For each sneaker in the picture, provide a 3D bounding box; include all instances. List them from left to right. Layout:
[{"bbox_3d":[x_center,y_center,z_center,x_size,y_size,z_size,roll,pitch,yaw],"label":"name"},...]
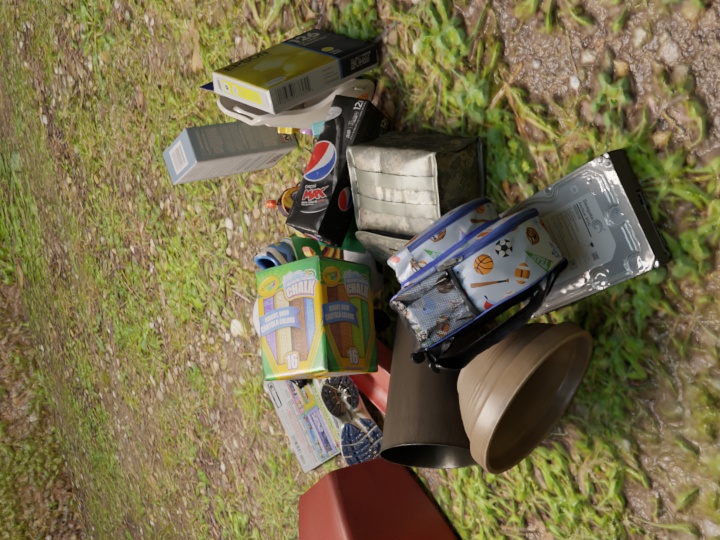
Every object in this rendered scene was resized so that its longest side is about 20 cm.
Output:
[{"bbox_3d":[-0.121,0.042,1.372,0.074,0.082,0.201,-41,73,47],"label":"sneaker"},{"bbox_3d":[-0.016,0.246,1.332,0.085,0.076,0.202,-123,15,-69],"label":"sneaker"}]

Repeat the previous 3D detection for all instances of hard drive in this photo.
[{"bbox_3d":[0.252,-0.037,0.927,0.200,0.038,0.141,-30,79,50],"label":"hard drive"}]

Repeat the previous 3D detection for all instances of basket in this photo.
[{"bbox_3d":[0.099,0.151,1.052,0.181,0.135,0.202,103,173,-67],"label":"basket"}]

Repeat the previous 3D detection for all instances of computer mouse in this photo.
[{"bbox_3d":[-0.155,0.127,1.398,0.109,0.044,0.201,24,139,45],"label":"computer mouse"},{"bbox_3d":[0.000,0.000,1.227,0.109,0.044,0.202,18,116,46],"label":"computer mouse"}]

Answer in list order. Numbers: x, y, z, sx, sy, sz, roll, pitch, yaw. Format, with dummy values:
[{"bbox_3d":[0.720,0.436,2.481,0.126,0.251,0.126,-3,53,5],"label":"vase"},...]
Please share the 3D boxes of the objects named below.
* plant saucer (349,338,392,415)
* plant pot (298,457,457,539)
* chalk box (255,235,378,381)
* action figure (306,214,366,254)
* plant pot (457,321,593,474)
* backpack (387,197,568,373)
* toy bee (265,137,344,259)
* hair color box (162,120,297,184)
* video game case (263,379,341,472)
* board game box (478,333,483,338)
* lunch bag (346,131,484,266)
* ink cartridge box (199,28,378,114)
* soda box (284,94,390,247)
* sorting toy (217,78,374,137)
[{"bbox_3d":[0.014,0.148,1.225,0.200,0.037,0.200,42,160,34],"label":"plant saucer"},{"bbox_3d":[0.006,0.417,1.274,0.200,0.198,0.177,-50,55,46],"label":"plant pot"},{"bbox_3d":[-0.062,0.049,1.106,0.123,0.124,0.202,-12,78,36],"label":"chalk box"},{"bbox_3d":[-0.013,-0.130,1.166,0.117,0.055,0.202,12,91,33],"label":"action figure"},{"bbox_3d":[0.182,0.135,0.937,0.092,0.200,0.202,36,128,34],"label":"plant pot"},{"bbox_3d":[0.136,0.001,0.902,0.189,0.200,0.155,-27,92,20],"label":"backpack"},{"bbox_3d":[-0.096,-0.095,1.268,0.131,0.108,0.202,129,122,-67],"label":"toy bee"},{"bbox_3d":[-0.215,-0.202,1.303,0.099,0.199,0.061,-26,82,51],"label":"hair color box"},{"bbox_3d":[-0.101,0.264,1.474,0.182,0.022,0.201,-43,68,49],"label":"video game case"},{"bbox_3d":[0.164,0.193,1.110,0.158,0.039,0.201,48,135,29],"label":"board game box"},{"bbox_3d":[0.077,-0.079,1.063,0.163,0.117,0.202,14,120,44],"label":"lunch bag"},{"bbox_3d":[-0.110,-0.300,1.143,0.199,0.197,0.047,29,141,40],"label":"ink cartridge box"},{"bbox_3d":[-0.031,-0.140,1.103,0.063,0.071,0.202,17,83,34],"label":"soda box"},{"bbox_3d":[-0.112,-0.250,1.178,0.199,0.179,0.108,30,125,41],"label":"sorting toy"}]
